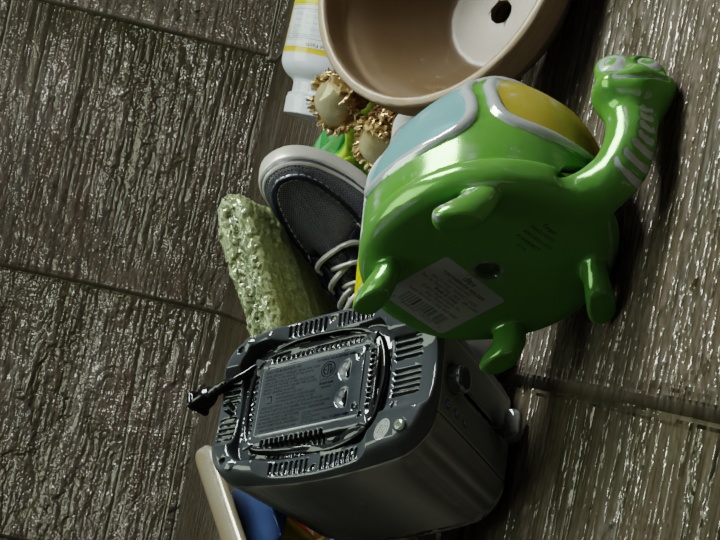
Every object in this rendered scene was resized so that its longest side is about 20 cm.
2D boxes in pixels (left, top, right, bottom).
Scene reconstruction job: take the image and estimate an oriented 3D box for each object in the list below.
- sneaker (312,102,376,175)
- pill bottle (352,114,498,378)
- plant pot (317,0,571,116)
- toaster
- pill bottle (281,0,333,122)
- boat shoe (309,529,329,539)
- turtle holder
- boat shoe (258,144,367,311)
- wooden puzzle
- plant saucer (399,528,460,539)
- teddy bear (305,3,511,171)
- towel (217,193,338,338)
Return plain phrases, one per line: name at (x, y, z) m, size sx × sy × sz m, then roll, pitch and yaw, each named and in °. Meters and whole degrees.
sneaker at (0.005, -0.122, 1.316) m, size 0.200 × 0.073 × 0.084 m, roll 137°, pitch 147°, yaw -64°
pill bottle at (0.051, -0.019, 1.081) m, size 0.104 × 0.103 × 0.201 m, roll 117°, pitch 163°, yaw -54°
plant pot at (0.074, -0.192, 1.074) m, size 0.200 × 0.092 × 0.203 m, roll -14°, pitch 66°, yaw 33°
toaster at (0.000, 0.102, 0.987) m, size 0.199 × 0.129 × 0.114 m, roll -16°, pitch 50°, yaw 31°
pill bottle at (-0.029, -0.273, 1.823) m, size 0.112 × 0.111 × 0.202 m, roll -162°, pitch 85°, yaw -80°
boat shoe at (-0.034, 0.199, 1.191) m, size 0.201 × 0.073 × 0.070 m, roll 71°, pitch -156°, yaw -48°
turtle holder at (0.076, -0.047, 0.864) m, size 0.186 × 0.140 × 0.133 m, roll 114°, pitch 165°, yaw -49°
boat shoe at (0.000, 0.000, 1.142) m, size 0.074 × 0.200 × 0.093 m, roll -33°, pitch 31°, yaw 26°
wooden puzzle at (-0.025, 0.219, 1.021) m, size 0.046 × 0.200 × 0.186 m, roll -34°, pitch 39°, yaw 5°
plant saucer at (0.033, 0.194, 1.141) m, size 0.200 × 0.029 × 0.202 m, roll -168°, pitch 90°, yaw -80°
teddy bear at (0.047, -0.166, 1.186) m, size 0.067 × 0.144 × 0.201 m, roll 22°, pitch -87°, yaw -60°
towel at (-0.042, 0.045, 1.154) m, size 0.148 × 0.036 × 0.201 m, roll 23°, pitch -135°, yaw -62°
